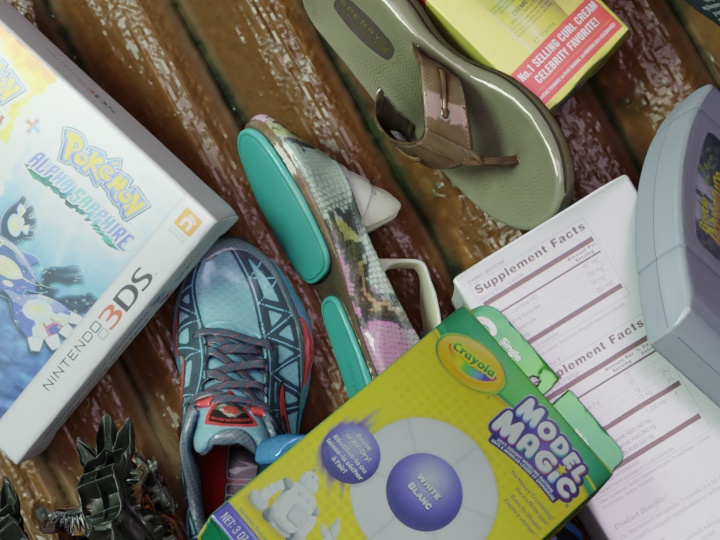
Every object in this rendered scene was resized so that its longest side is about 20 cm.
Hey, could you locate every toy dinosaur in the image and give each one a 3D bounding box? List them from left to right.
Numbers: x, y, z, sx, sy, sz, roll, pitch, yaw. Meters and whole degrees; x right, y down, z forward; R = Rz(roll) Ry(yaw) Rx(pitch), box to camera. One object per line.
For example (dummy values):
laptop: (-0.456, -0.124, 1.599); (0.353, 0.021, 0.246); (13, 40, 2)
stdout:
toy dinosaur: (-0.119, 0.152, 1.143); (0.102, 0.200, 0.136); (-42, 126, -5)

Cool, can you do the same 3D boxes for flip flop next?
flip flop: (0.035, -0.094, 1.222); (0.200, 0.081, 0.057); (46, 45, 8)

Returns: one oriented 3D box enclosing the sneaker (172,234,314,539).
sneaker: (-0.061, 0.077, 1.199); (0.079, 0.096, 0.202); (-5, 83, -2)

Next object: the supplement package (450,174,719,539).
supplement package: (0.144, 0.068, 1.190); (0.109, 0.114, 0.201); (-30, 84, -2)

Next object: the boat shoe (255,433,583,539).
boat shoe: (0.026, 0.142, 1.182); (0.199, 0.084, 0.069); (17, 73, -22)

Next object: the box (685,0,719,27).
box: (0.264, -0.217, 1.201); (0.196, 0.124, 0.201); (34, 84, -13)

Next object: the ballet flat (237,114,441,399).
ballet flat: (0.000, 0.000, 1.230); (0.071, 0.069, 0.201); (-23, 87, -21)

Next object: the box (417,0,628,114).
box: (0.055, -0.175, 1.252); (0.075, 0.050, 0.200); (-43, 85, -5)

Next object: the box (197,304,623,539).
box: (0.033, 0.107, 1.086); (0.200, 0.048, 0.117); (-39, 82, -26)

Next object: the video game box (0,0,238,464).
video game box: (-0.198, -0.028, 1.212); (0.200, 0.047, 0.182); (42, 102, 5)

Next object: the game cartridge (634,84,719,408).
game cartridge: (0.199, -0.006, 1.159); (0.133, 0.201, 0.041); (37, 128, -18)
